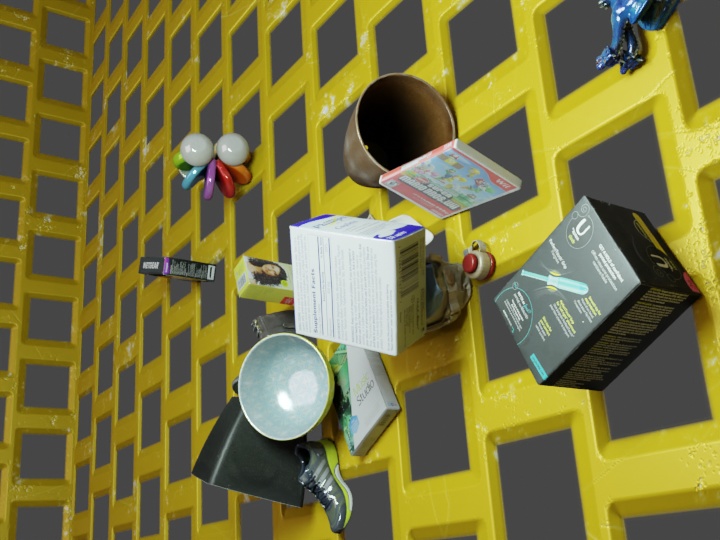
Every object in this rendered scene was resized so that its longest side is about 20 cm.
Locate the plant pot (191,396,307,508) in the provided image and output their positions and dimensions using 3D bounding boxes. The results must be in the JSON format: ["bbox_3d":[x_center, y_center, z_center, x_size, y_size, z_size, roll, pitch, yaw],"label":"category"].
[{"bbox_3d":[-0.213,0.360,1.753,0.199,0.197,0.180,161,125,-68],"label":"plant pot"}]

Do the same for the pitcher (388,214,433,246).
[{"bbox_3d":[0.025,0.010,1.504,0.121,0.170,0.202,41,117,29],"label":"pitcher"}]

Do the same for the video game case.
[{"bbox_3d":[0.141,-0.142,1.384,0.199,0.142,0.018,-19,50,54],"label":"video game case"}]

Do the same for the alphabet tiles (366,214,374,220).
[{"bbox_3d":[0.000,0.000,1.691,0.167,0.006,0.202,54,127,47],"label":"alphabet tiles"}]

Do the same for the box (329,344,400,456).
[{"bbox_3d":[-0.003,0.223,1.616,0.145,0.036,0.202,-57,38,33],"label":"box"}]

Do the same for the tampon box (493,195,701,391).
[{"bbox_3d":[0.300,0.035,1.112,0.201,0.125,0.151,-54,43,34],"label":"tampon box"}]

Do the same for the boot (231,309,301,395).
[{"bbox_3d":[-0.194,0.167,1.801,0.070,0.197,0.175,92,155,-43],"label":"boot"}]

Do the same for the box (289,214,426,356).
[{"bbox_3d":[-0.003,0.017,1.364,0.197,0.105,0.187,10,111,31],"label":"box"}]

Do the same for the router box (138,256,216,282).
[{"bbox_3d":[-0.498,-0.003,2.329,0.199,0.147,0.052,1,82,57],"label":"router box"}]

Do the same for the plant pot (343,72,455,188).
[{"bbox_3d":[0.045,-0.223,1.544,0.200,0.184,0.190,147,125,-66],"label":"plant pot"}]

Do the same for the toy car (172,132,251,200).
[{"bbox_3d":[-0.367,-0.250,2.149,0.175,0.197,0.153,140,125,-69],"label":"toy car"}]

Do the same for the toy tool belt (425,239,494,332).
[{"bbox_3d":[0.114,0.025,1.404,0.200,0.121,0.127,-42,49,44],"label":"toy tool belt"}]

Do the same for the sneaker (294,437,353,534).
[{"bbox_3d":[-0.076,0.412,1.643,0.074,0.080,0.201,-58,40,32],"label":"sneaker"}]

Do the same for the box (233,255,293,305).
[{"bbox_3d":[-0.156,0.027,1.748,0.050,0.198,0.076,-48,47,35],"label":"box"}]

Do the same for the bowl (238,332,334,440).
[{"bbox_3d":[-0.126,0.224,1.668,0.197,0.107,0.204,-3,82,24],"label":"bowl"}]

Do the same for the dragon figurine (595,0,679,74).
[{"bbox_3d":[0.380,-0.357,1.143,0.201,0.058,0.100,-54,42,36],"label":"dragon figurine"}]
